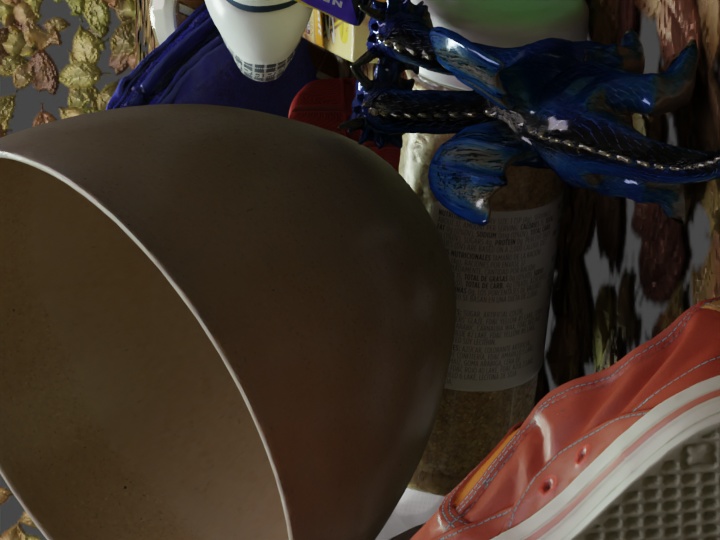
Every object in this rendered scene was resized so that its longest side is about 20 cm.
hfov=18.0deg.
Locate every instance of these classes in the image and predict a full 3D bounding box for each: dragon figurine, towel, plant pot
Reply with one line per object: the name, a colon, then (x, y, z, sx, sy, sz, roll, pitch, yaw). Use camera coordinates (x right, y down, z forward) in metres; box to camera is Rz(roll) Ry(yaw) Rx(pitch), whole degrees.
dragon figurine: (0.053, -0.048, 0.728, 0.200, 0.099, 0.059, -127, 38, -69)
towel: (-0.073, -0.046, 1.248, 0.148, 0.049, 0.200, -44, -43, -35)
plant pot: (-0.043, 0.021, 0.816, 0.200, 0.134, 0.201, 33, 140, 34)

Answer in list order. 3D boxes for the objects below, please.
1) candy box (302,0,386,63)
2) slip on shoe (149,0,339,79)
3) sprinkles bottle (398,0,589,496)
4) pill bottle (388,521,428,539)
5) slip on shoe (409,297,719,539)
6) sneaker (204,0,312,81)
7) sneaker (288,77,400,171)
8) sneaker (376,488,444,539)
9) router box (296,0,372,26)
candy box: (0.006, -0.166, 1.116, 0.200, 0.055, 0.116, -133, 43, -77)
slip on shoe: (-0.078, -0.133, 1.305, 0.200, 0.060, 0.076, 22, -90, -64)
sprinkles bottle: (0.044, -0.012, 0.873, 0.068, 0.068, 0.200, -110, 22, -63)
pill bottle: (0.050, 0.183, 0.723, 0.110, 0.109, 0.200, 100, 165, -45)
slip on shoe: (0.055, 0.077, 0.652, 0.200, 0.074, 0.061, -42, 29, 32)
sneaker: (-0.058, -0.191, 1.136, 0.081, 0.076, 0.200, 89, 178, -58)
sneaker: (0.000, 0.000, 1.095, 0.200, 0.078, 0.116, -101, 16, -51)
sneaker: (-0.017, 0.114, 1.014, 0.200, 0.087, 0.075, -43, 64, 43)
router box: (0.025, -0.210, 0.792, 0.157, 0.052, 0.200, 105, -171, -55)
